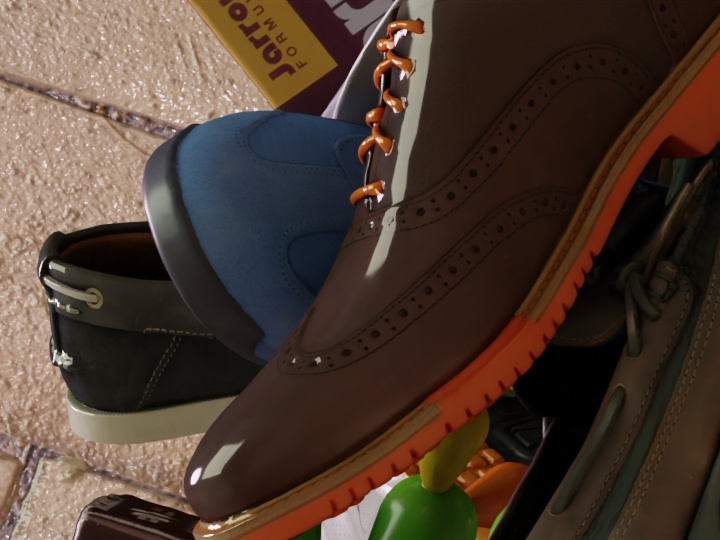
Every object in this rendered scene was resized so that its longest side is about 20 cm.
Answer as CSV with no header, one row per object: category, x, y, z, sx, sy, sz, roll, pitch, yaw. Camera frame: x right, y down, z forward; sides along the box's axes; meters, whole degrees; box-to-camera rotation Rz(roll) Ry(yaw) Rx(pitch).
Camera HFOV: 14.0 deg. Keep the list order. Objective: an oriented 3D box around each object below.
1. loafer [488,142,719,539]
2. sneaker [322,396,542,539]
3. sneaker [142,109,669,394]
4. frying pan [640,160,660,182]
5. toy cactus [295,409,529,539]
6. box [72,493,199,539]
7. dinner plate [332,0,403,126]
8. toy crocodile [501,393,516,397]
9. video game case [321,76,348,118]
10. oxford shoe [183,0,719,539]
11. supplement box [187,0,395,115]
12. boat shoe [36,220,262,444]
loafer,0.055,0.033,0.638,0.072,0.063,0.200,110,179,-53
sneaker,0.028,0.084,0.900,0.200,0.075,0.092,-149,57,-74
sneaker,0.026,-0.013,0.726,0.200,0.078,0.066,11,-122,-55
frying pan,0.090,-0.026,1.042,0.190,0.031,0.115,-117,41,-71
toy cactus,-0.002,0.128,0.758,0.102,0.200,0.166,6,-117,-56
box,-0.058,0.208,1.153,0.166,0.164,0.201,113,175,-87
dinner plate,0.076,-0.088,0.766,0.200,0.024,0.200,-39,-13,-11
toy crocodile,0.038,0.045,1.012,0.068,0.061,0.201,-100,16,-63
video game case,0.050,-0.072,0.931,0.143,0.019,0.200,-27,-8,-21
oxford shoe,0.019,-0.021,0.648,0.200,0.073,0.071,-49,14,-21
supplement box,0.034,-0.149,1.021,0.200,0.131,0.103,-34,15,21
boat shoe,0.000,0.000,0.903,0.072,0.199,0.068,-94,-8,-73
